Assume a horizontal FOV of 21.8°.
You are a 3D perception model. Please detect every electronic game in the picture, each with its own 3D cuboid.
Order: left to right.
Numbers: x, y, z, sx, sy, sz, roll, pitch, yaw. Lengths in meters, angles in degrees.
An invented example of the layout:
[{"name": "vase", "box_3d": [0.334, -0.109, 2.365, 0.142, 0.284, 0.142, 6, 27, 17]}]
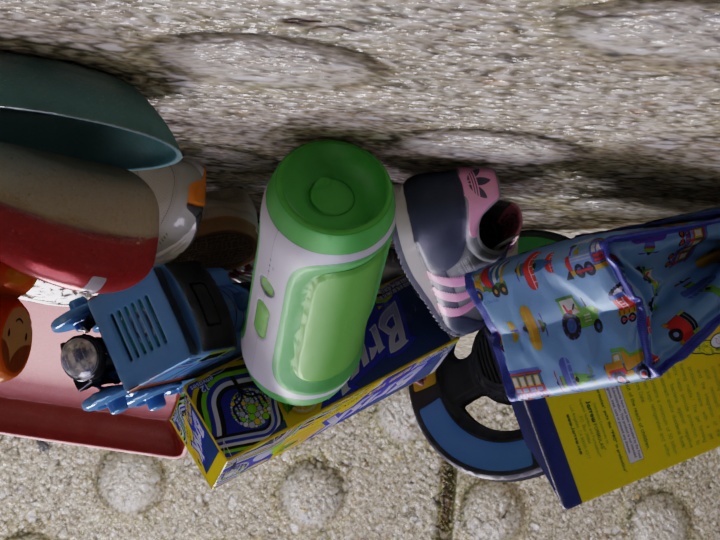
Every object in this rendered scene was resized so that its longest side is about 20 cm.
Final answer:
[{"name": "electronic game", "box_3d": [0.121, 0.065, 1.461, 0.199, 0.201, 0.042, 0, 164, 38]}]

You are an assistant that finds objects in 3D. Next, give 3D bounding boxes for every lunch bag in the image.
[{"name": "lunch bag", "box_3d": [0.196, 0.002, 1.216, 0.199, 0.094, 0.150, -23, -176, -33]}]

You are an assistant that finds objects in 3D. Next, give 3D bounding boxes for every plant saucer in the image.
[{"name": "plant saucer", "box_3d": [-0.196, -0.089, 1.031, 0.199, 0.036, 0.200, 5, 173, 1]}, {"name": "plant saucer", "box_3d": [-0.219, 0.067, 1.493, 0.199, 0.037, 0.200, 9, 138, -11]}]

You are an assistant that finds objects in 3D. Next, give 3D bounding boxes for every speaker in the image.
[{"name": "speaker", "box_3d": [-0.029, 0.005, 1.203, 0.088, 0.089, 0.200, 5, 145, -6]}]

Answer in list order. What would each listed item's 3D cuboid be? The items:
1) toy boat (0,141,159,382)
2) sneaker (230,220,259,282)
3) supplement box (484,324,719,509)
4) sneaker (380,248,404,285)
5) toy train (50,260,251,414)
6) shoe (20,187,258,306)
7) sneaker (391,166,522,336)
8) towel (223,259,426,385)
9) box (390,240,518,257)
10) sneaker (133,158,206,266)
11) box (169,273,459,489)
[{"name": "toy boat", "box_3d": [-0.205, -0.001, 1.074, 0.130, 0.131, 0.199, 10, 172, -42]}, {"name": "sneaker", "box_3d": [-0.075, 0.006, 1.582, 0.199, 0.087, 0.077, 10, 172, -37]}, {"name": "supplement box", "box_3d": [0.205, 0.065, 1.326, 0.199, 0.110, 0.109, -22, -158, -2]}, {"name": "sneaker", "box_3d": [0.000, 0.000, 1.401, 0.082, 0.074, 0.200, -43, 152, 19]}, {"name": "toy train", "box_3d": [-0.130, 0.044, 1.308, 0.114, 0.087, 0.200, -25, 172, 21]}, {"name": "shoe", "box_3d": [-0.170, -0.019, 1.379, 0.199, 0.054, 0.070, -10, 146, 4]}, {"name": "sneaker", "box_3d": [0.077, -0.010, 1.269, 0.082, 0.070, 0.200, -17, 158, 10]}, {"name": "towel", "box_3d": [-0.047, 0.020, 1.485, 0.200, 0.023, 0.144, 31, -179, -30]}, {"name": "box", "box_3d": [0.037, -0.035, 1.341, 0.039, 0.042, 0.199, -2, 170, 44]}, {"name": "sneaker", "box_3d": [-0.190, -0.047, 1.264, 0.199, 0.076, 0.092, -2, 166, 42]}, {"name": "box", "box_3d": [-0.032, 0.076, 1.332, 0.199, 0.064, 0.070, -27, 165, -24]}]
